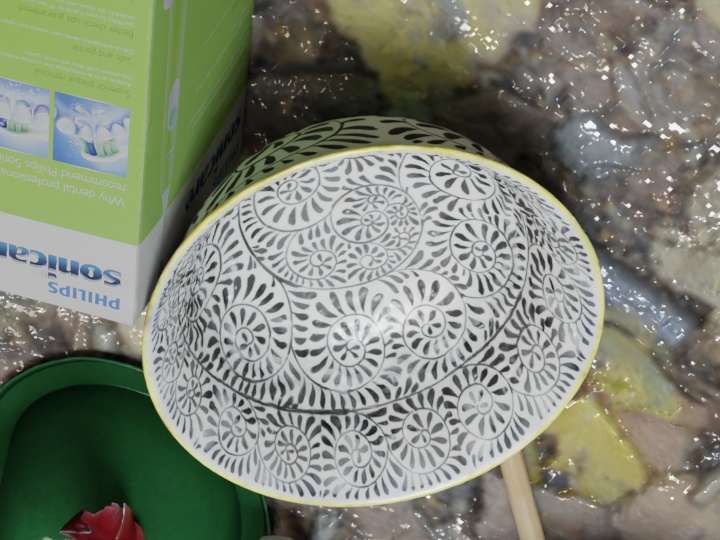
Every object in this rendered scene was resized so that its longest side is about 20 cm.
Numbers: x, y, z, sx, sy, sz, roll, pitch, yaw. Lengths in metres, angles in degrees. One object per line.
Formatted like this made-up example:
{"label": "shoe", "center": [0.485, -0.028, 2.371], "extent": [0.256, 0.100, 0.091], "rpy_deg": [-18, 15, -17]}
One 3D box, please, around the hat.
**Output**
{"label": "hat", "center": [-0.148, 0.152, 1.037], "extent": [0.164, 0.176, 0.201], "rpy_deg": [-3, 121, 19]}

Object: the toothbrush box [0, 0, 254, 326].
{"label": "toothbrush box", "center": [-0.101, -0.104, 0.877], "extent": [0.085, 0.146, 0.201], "rpy_deg": [13, 126, 10]}

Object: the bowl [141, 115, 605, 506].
{"label": "bowl", "center": [0.000, 0.000, 0.929], "extent": [0.199, 0.095, 0.202], "rpy_deg": [-6, 131, -7]}

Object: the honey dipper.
{"label": "honey dipper", "center": [0.077, 0.107, 1.026], "extent": [0.038, 0.038, 0.201], "rpy_deg": [-6, 118, 20]}

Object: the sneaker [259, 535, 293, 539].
{"label": "sneaker", "center": [0.018, 0.209, 1.094], "extent": [0.115, 0.074, 0.201], "rpy_deg": [-5, 129, 18]}
